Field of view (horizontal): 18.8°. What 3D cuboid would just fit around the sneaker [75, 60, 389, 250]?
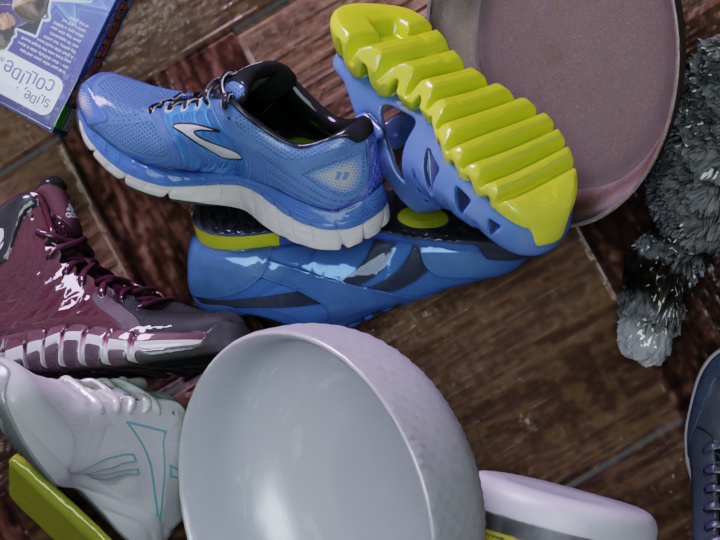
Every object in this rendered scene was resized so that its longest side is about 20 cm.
[{"bbox_3d":[-0.071,-0.084,1.224,0.199,0.079,0.090,17,124,22],"label":"sneaker"}]

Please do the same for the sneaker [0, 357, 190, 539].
[{"bbox_3d":[-0.146,0.086,1.208,0.080,0.200,0.070,-47,55,-4],"label":"sneaker"}]

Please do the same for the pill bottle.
[{"bbox_3d":[0.090,0.220,1.205,0.111,0.112,0.202,13,90,7],"label":"pill bottle"}]

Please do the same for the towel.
[{"bbox_3d":[-0.124,0.180,1.247,0.200,0.086,0.018,41,68,6],"label":"towel"}]

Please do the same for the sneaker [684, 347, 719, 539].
[{"bbox_3d":[0.213,0.140,1.178,0.076,0.146,0.204,-1,87,8],"label":"sneaker"}]

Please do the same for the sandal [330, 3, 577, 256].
[{"bbox_3d":[0.047,-0.067,1.212,0.200,0.079,0.088,49,135,40],"label":"sandal"}]

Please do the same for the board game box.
[{"bbox_3d":[-0.234,-0.184,1.292,0.199,0.034,0.136,28,92,7],"label":"board game box"}]

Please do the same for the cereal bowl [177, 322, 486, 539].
[{"bbox_3d":[-0.005,0.123,1.183,0.199,0.083,0.202,14,110,42],"label":"cereal bowl"}]

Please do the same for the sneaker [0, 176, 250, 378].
[{"bbox_3d":[-0.155,0.002,1.245,0.198,0.076,0.117,-3,81,22],"label":"sneaker"}]

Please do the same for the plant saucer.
[{"bbox_3d":[0.111,-0.125,1.201,0.199,0.032,0.202,14,108,49],"label":"plant saucer"}]

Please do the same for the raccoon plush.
[{"bbox_3d":[0.200,-0.041,1.187,0.096,0.134,0.202,10,89,5],"label":"raccoon plush"}]

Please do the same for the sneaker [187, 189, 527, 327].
[{"bbox_3d":[0.000,0.000,1.254,0.198,0.066,0.079,-1,115,1],"label":"sneaker"}]
